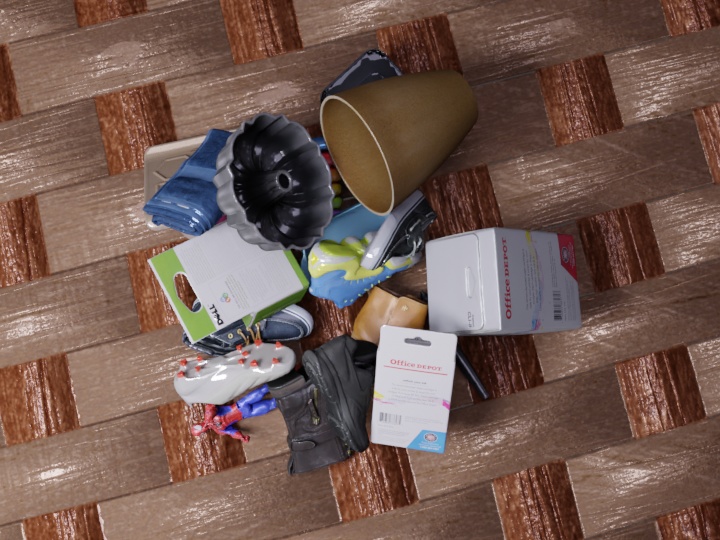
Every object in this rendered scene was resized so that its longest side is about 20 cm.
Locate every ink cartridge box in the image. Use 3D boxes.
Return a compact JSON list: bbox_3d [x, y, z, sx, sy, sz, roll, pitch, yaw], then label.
[{"bbox_3d":[-0.199,0.013,1.253,0.198,0.076,0.149,-27,78,-23],"label":"ink cartridge box"},{"bbox_3d":[0.080,0.159,1.224,0.113,0.068,0.204,7,116,6],"label":"ink cartridge box"},{"bbox_3d":[0.214,0.022,1.259,0.198,0.143,0.149,4,81,-42],"label":"ink cartridge box"}]

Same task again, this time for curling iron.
[{"bbox_3d":[0.144,0.121,1.341,0.025,0.050,0.202,-32,88,6],"label":"curling iron"}]

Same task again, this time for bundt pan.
[{"bbox_3d":[-0.133,-0.120,1.215,0.200,0.075,0.206,16,68,-44],"label":"bundt pan"}]

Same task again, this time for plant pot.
[{"bbox_3d":[0.072,-0.211,1.234,0.198,0.186,0.188,-30,84,-18],"label":"plant pot"}]

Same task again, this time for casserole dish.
[{"bbox_3d":[-0.014,-0.043,1.328,0.198,0.039,0.123,-28,118,-19],"label":"casserole dish"}]

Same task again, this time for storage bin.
[{"bbox_3d":[0.040,-0.237,1.359,0.135,0.094,0.200,-42,85,-6],"label":"storage bin"}]

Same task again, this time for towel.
[{"bbox_3d":[-0.225,-0.135,1.249,0.110,0.049,0.201,15,48,22],"label":"towel"}]

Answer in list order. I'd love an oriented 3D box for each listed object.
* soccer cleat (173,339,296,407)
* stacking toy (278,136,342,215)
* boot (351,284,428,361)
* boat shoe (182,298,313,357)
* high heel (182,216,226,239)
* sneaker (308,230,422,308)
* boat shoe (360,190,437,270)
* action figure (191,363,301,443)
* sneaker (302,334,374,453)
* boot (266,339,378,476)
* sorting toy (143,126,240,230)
[{"bbox_3d":[-0.185,0.159,1.264,0.196,0.070,0.079,-12,123,11],"label":"soccer cleat"},{"bbox_3d":[-0.068,-0.109,1.345,0.107,0.116,0.204,-8,94,0],"label":"stacking toy"},{"bbox_3d":[0.079,0.121,1.310,0.199,0.071,0.146,30,102,10],"label":"boot"},{"bbox_3d":[-0.176,0.097,1.306,0.196,0.072,0.092,7,40,6],"label":"boat shoe"},{"bbox_3d":[-0.234,-0.082,1.364,0.200,0.068,0.096,44,55,8],"label":"high heel"},{"bbox_3d":[0.000,0.000,1.298,0.197,0.106,0.076,-1,38,-31],"label":"sneaker"},{"bbox_3d":[0.067,-0.056,1.251,0.071,0.072,0.201,38,44,0],"label":"boat shoe"},{"bbox_3d":[-0.171,0.221,1.293,0.197,0.099,0.066,-23,111,-1],"label":"action figure"},{"bbox_3d":[-0.013,0.182,1.223,0.090,0.076,0.203,-32,126,-20],"label":"sneaker"},{"bbox_3d":[-0.044,0.215,1.298,0.197,0.069,0.177,-22,112,-7],"label":"boot"},{"bbox_3d":[-0.251,-0.144,1.325,0.181,0.037,0.202,-13,44,-5],"label":"sorting toy"}]
